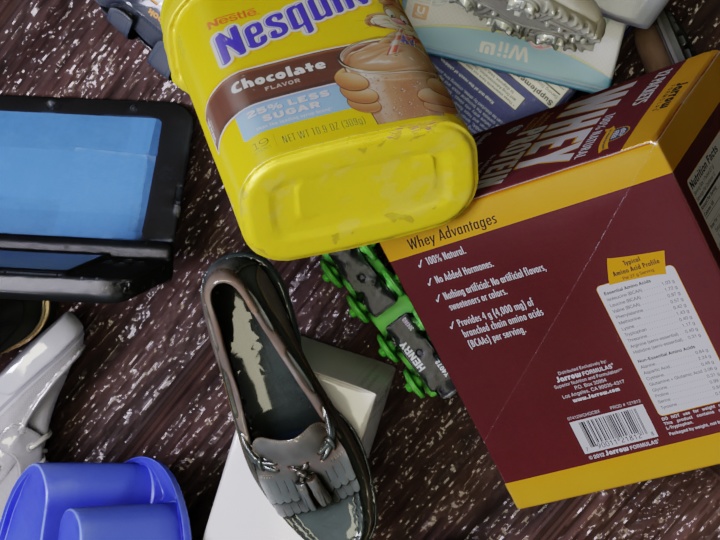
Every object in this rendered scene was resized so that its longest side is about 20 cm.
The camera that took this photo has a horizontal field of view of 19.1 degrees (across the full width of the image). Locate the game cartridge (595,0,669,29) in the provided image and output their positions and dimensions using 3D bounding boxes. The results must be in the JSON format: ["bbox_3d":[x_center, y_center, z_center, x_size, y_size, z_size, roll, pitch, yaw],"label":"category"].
[{"bbox_3d":[0.124,-0.244,1.302,0.200,0.040,0.133,35,99,-2],"label":"game cartridge"}]

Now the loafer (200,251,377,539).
[{"bbox_3d":[-0.051,0.087,1.297,0.072,0.063,0.200,-23,93,10],"label":"loafer"}]

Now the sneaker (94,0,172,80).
[{"bbox_3d":[-0.120,-0.161,1.377,0.199,0.078,0.080,18,93,5],"label":"sneaker"}]

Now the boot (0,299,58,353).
[{"bbox_3d":[-0.308,0.058,1.402,0.200,0.138,0.078,-34,91,12],"label":"boot"}]

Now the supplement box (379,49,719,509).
[{"bbox_3d":[0.153,0.008,1.275,0.197,0.133,0.200,-18,108,34],"label":"supplement box"}]

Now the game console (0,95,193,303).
[{"bbox_3d":[-0.221,-0.049,1.356,0.199,0.176,0.117,2,97,8],"label":"game console"}]

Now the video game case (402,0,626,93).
[{"bbox_3d":[0.110,-0.223,1.335,0.143,0.018,0.201,14,96,5],"label":"video game case"}]

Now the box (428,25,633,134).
[{"bbox_3d":[0.076,-0.132,1.373,0.121,0.032,0.200,41,98,2],"label":"box"}]

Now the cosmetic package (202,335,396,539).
[{"bbox_3d":[-0.049,0.150,1.390,0.085,0.108,0.200,19,101,6],"label":"cosmetic package"}]

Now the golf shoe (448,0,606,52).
[{"bbox_3d":[0.070,-0.206,1.257,0.200,0.078,0.097,31,78,-9],"label":"golf shoe"}]

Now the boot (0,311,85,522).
[{"bbox_3d":[-0.228,0.124,1.439,0.096,0.074,0.200,42,109,-4],"label":"boot"}]

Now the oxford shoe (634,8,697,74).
[{"bbox_3d":[0.190,-0.064,1.345,0.084,0.073,0.201,-9,95,11],"label":"oxford shoe"}]

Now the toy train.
[{"bbox_3d":[0.000,0.000,1.389,0.042,0.056,0.200,-37,90,6],"label":"toy train"}]

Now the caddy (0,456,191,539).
[{"bbox_3d":[-0.172,0.216,1.383,0.105,0.141,0.200,9,108,-34],"label":"caddy"}]

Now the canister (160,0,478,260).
[{"bbox_3d":[-0.025,-0.102,1.251,0.148,0.200,0.087,-13,131,-10],"label":"canister"}]
